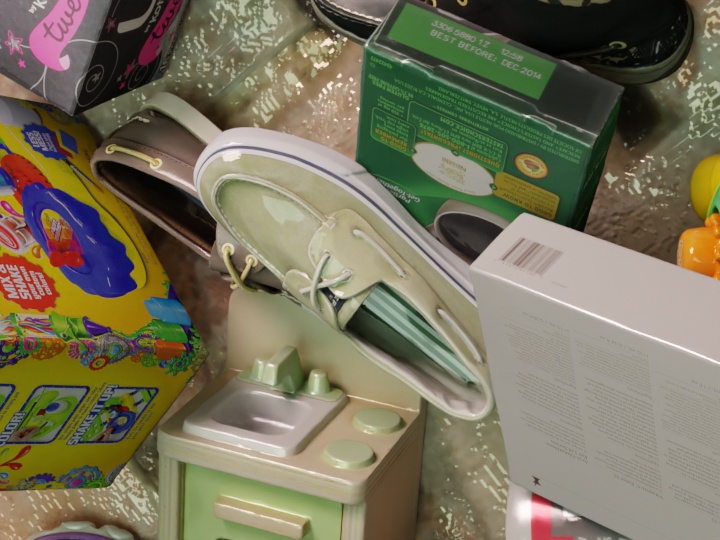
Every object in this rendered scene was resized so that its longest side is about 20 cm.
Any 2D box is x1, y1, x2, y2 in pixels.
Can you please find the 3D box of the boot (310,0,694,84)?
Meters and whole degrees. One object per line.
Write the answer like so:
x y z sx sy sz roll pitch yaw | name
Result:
0.059 -0.150 0.779 0.202 0.154 0.074 12 83 14 | boot

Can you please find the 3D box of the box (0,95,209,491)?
-0.223 0.008 0.890 0.122 0.192 0.201 -51 56 28 | box

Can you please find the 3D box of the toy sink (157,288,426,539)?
-0.041 0.126 0.942 0.129 0.112 0.202 12 112 17 | toy sink

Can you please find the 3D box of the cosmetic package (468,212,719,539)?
0.151 0.071 0.746 0.199 0.052 0.152 22 140 35 | cosmetic package

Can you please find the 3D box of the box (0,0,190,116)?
-0.149 -0.207 0.871 0.132 0.115 0.201 30 117 10 | box

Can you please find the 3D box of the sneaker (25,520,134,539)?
-0.144 0.231 1.036 0.199 0.083 0.081 25 115 14 | sneaker

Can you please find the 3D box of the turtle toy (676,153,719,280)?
0.224 0.024 0.751 0.145 0.101 0.201 -7 120 56 | turtle toy

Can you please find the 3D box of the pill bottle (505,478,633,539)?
0.185 0.140 0.856 0.198 0.111 0.112 -5 106 23 | pill bottle

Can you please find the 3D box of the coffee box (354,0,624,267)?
0.057 -0.042 0.828 0.122 0.044 0.201 25 150 13 | coffee box

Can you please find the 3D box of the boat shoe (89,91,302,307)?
-0.066 -0.022 0.904 0.200 0.059 0.072 39 153 19 | boat shoe

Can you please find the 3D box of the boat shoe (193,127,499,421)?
0.000 0.000 0.817 0.199 0.062 0.072 33 123 -4 | boat shoe
